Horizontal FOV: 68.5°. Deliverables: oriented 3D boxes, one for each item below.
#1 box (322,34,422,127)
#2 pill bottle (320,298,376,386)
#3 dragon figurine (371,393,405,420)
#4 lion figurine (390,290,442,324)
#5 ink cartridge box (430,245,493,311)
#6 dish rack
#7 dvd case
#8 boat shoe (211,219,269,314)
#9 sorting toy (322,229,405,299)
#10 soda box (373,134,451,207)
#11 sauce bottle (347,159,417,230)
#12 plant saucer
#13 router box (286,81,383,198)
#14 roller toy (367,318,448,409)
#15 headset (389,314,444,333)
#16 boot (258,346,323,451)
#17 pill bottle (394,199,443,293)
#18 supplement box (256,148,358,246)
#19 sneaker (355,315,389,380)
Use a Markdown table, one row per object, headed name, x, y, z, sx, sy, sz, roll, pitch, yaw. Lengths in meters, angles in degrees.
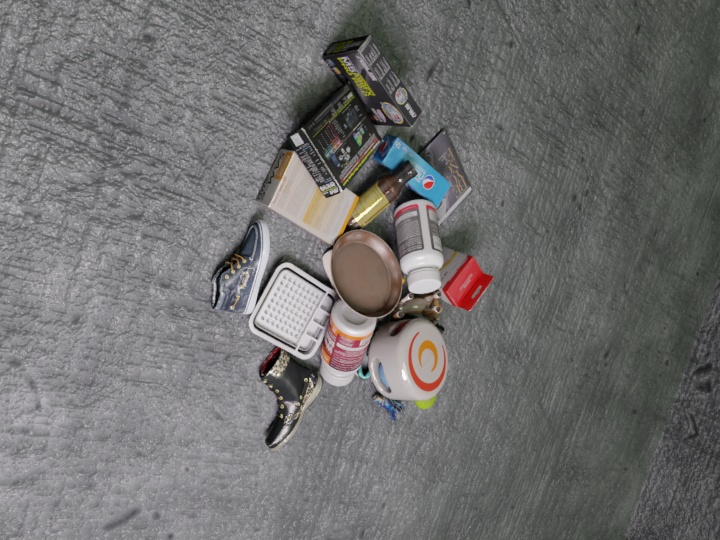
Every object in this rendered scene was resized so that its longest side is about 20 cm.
| name | x | y | z | sx | sy | sz | roll | pitch | yaw |
| --- | --- | --- | --- | --- | --- | --- | --- | --- | --- |
| box | 0.024 | -0.397 | 1.129 | 0.045 | 0.159 | 0.200 | -50 | 125 | -8 |
| pill bottle | -0.035 | 0.171 | 1.239 | 0.106 | 0.111 | 0.205 | -10 | 136 | -30 |
| dragon figurine | 0.084 | 0.352 | 1.392 | 0.098 | 0.200 | 0.059 | 39 | 76 | 4 |
| lion figurine | 0.133 | 0.093 | 1.342 | 0.192 | 0.122 | 0.076 | 5 | 78 | -22 |
| ink cartridge box | 0.232 | 0.014 | 1.359 | 0.117 | 0.198 | 0.067 | -50 | 124 | -10 |
| dish rack | -0.153 | 0.091 | 1.217 | 0.198 | 0.043 | 0.176 | 34 | 84 | -36 |
| dvd case | 0.211 | -0.238 | 1.387 | 0.149 | 0.016 | 0.203 | -45 | 123 | -16 |
| boat shoe | -0.251 | -0.008 | 1.105 | 0.088 | 0.070 | 0.208 | 7 | 101 | -38 |
| sorting toy | 0.000 | 0.000 | 1.279 | 0.199 | 0.106 | 0.182 | -43 | 103 | -16 |
| soda box | 0.127 | -0.241 | 1.286 | 0.197 | 0.064 | 0.069 | 33 | 94 | -30 |
| sauce bottle | 0.047 | -0.174 | 1.225 | 0.198 | 0.065 | 0.065 | -39 | 123 | 8 |
| plant saucer | 0.009 | 0.011 | 1.195 | 0.194 | 0.034 | 0.208 | 14 | 63 | -30 |
| router box | -0.049 | -0.277 | 1.120 | 0.152 | 0.061 | 0.202 | 54 | 49 | -23 |
| roller toy | 0.111 | 0.211 | 1.271 | 0.180 | 0.137 | 0.207 | 30 | 63 | -34 |
| headset | 0.135 | 0.172 | 1.431 | 0.192 | 0.094 | 0.128 | -8 | 115 | -16 |
| boot | -0.192 | 0.296 | 1.233 | 0.154 | 0.073 | 0.206 | 44 | 74 | -31 |
| pill bottle | 0.143 | -0.056 | 1.280 | 0.108 | 0.110 | 0.208 | 12 | 61 | -35 |
| supplement box | -0.113 | -0.156 | 1.156 | 0.197 | 0.073 | 0.130 | 30 | 85 | -37 |
| sneaker | 0.031 | 0.181 | 1.326 | 0.074 | 0.091 | 0.209 | 11 | 96 | -2 |
